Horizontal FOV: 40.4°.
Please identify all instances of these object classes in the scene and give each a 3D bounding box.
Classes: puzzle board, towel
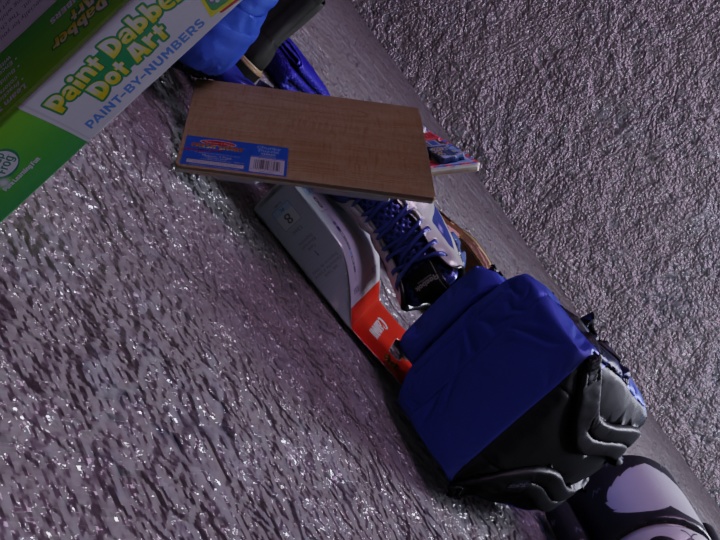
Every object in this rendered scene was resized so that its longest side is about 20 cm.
[{"bbox_3d":[-0.043,-0.104,0.792,0.197,0.018,0.152,6,35,-7],"label":"puzzle board"},{"bbox_3d":[-0.117,-0.318,1.347,0.201,0.049,0.147,56,14,18],"label":"towel"},{"bbox_3d":[0.024,-0.135,1.071,0.200,0.148,0.018,-130,-144,-64],"label":"puzzle board"}]

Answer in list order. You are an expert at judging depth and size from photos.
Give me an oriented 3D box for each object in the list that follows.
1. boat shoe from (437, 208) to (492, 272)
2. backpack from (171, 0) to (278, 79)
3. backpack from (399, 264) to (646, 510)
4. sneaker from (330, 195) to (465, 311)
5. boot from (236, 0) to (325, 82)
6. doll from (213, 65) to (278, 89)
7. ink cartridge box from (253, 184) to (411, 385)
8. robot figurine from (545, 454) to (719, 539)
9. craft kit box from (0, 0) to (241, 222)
[{"bbox_3d":[0.099,-0.043,1.321,0.200,0.072,0.067,48,17,11],"label":"boat shoe"},{"bbox_3d":[-0.154,-0.268,0.807,0.200,0.168,0.163,41,21,-13],"label":"backpack"},{"bbox_3d":[0.142,0.098,0.824,0.199,0.162,0.169,35,22,-48],"label":"backpack"},{"bbox_3d":[0.043,-0.034,0.869,0.200,0.080,0.116,50,11,-26],"label":"sneaker"},{"bbox_3d":[-0.101,-0.301,1.154,0.077,0.138,0.201,42,14,-31],"label":"boot"},{"bbox_3d":[-0.083,-0.150,0.926,0.199,0.049,0.136,40,11,13],"label":"doll"},{"bbox_3d":[0.000,0.000,0.889,0.201,0.047,0.160,50,12,0],"label":"ink cartridge box"},{"bbox_3d":[0.269,0.259,0.945,0.201,0.149,0.126,-101,165,-65],"label":"robot figurine"},{"bbox_3d":[-0.144,-0.155,0.465,0.048,0.199,0.199,36,20,-51],"label":"craft kit box"}]
